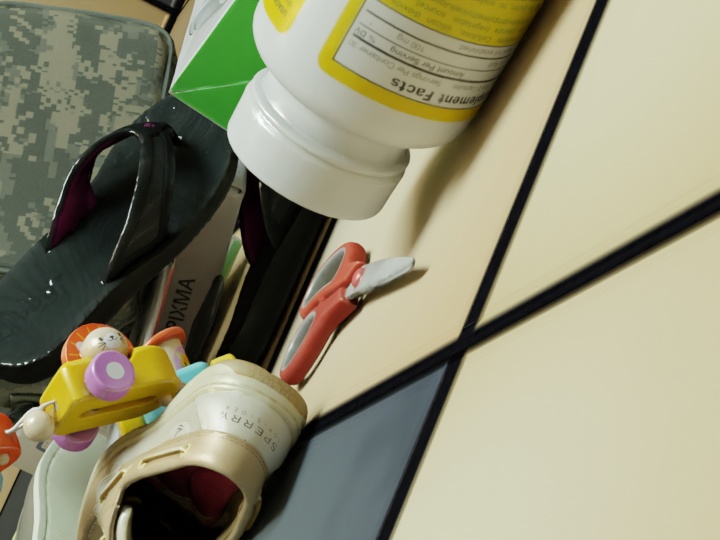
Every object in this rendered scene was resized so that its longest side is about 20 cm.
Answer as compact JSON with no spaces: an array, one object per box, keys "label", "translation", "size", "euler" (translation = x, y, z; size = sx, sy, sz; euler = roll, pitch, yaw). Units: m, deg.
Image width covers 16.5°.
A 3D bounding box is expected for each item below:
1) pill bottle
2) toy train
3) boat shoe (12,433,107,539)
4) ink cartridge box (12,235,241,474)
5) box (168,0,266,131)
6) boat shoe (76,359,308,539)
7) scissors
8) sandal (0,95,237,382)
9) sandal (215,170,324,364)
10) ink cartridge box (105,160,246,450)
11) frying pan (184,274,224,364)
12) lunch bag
[{"label":"pill bottle","translation":[0.020,-0.124,1.094],"size":[0.200,0.111,0.111],"euler":[-58,11,25]},{"label":"toy train","translation":[-0.146,0.073,1.244],"size":[0.150,0.056,0.200],"euler":[-35,-22,27]},{"label":"boat shoe","translation":[-0.179,0.170,1.501],"size":[0.060,0.072,0.202],"euler":[-53,17,27]},{"label":"ink cartridge box","translation":[-0.164,0.054,1.667],"size":[0.146,0.087,0.200],"euler":[-68,10,-26]},{"label":"box","translation":[-0.002,-0.178,1.348],"size":[0.200,0.097,0.177],"euler":[-51,15,24]},{"label":"boat shoe","translation":[-0.095,0.116,1.190],"size":[0.200,0.074,0.069],"euler":[-52,9,48]},{"label":"scissors","translation":[0.000,0.000,1.164],"size":[0.073,0.014,0.200],"euler":[-66,8,-25]},{"label":"sandal","translation":[-0.131,-0.027,1.300],"size":[0.201,0.075,0.048],"euler":[-54,-32,-28]},{"label":"sandal","translation":[-0.048,-0.035,1.407],"size":[0.075,0.048,0.201],"euler":[-47,20,62]},{"label":"ink cartridge box","translation":[-0.108,0.026,1.439],"size":[0.174,0.043,0.200],"euler":[-92,17,-53]},{"label":"frying pan","translation":[-0.101,0.083,1.393],"size":[0.190,0.031,0.115],"euler":[-64,1,10]},{"label":"lunch bag","translation":[-0.183,-0.030,1.441],"size":[0.168,0.139,0.200],"euler":[98,178,-58]}]
